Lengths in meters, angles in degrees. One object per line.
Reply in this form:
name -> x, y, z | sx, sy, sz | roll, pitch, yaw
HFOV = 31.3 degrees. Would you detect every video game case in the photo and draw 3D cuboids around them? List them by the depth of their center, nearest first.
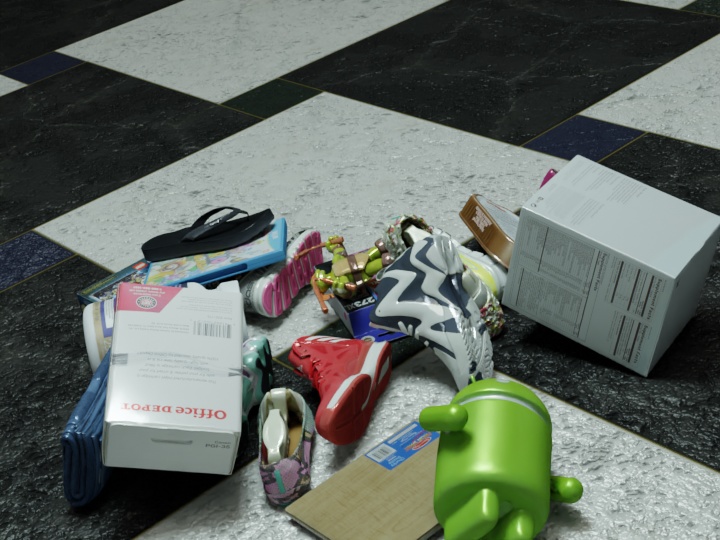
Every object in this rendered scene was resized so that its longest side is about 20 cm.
video game case -> -0.196, -0.017, 1.760 | 0.197, 0.018, 0.143 | -16, 19, 3

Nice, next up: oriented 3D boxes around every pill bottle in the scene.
pill bottle -> -0.242, 0.079, 1.627 | 0.197, 0.117, 0.116 | -13, 29, -5

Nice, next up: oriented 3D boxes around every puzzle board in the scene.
puzzle board -> 0.041, 0.237, 1.365 | 0.199, 0.018, 0.150 | -30, 34, -33

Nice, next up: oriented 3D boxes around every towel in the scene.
towel -> -0.290, 0.172, 1.483 | 0.048, 0.113, 0.201 | 9, 31, 4

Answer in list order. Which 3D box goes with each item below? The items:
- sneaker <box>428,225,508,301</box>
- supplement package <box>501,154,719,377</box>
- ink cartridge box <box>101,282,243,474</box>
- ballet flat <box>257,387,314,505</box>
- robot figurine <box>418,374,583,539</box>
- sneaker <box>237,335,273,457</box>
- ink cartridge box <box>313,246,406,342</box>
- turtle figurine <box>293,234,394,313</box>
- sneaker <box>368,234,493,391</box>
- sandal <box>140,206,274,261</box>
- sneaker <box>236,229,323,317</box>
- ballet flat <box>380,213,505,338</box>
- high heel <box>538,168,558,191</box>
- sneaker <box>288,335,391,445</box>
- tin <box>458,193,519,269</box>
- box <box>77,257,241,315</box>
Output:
sneaker -> 0.099, 0.002, 1.704 | 0.199, 0.079, 0.090 | 20, 42, 42
supplement package -> 0.299, -0.009, 1.536 | 0.198, 0.152, 0.152 | 27, 42, 24
ink cartridge box -> -0.205, 0.117, 1.418 | 0.144, 0.083, 0.202 | 6, 46, -10
ballet flat -> -0.088, 0.179, 1.449 | 0.068, 0.072, 0.201 | -12, 28, 3
robot figurine -> 0.133, 0.194, 1.288 | 0.174, 0.116, 0.201 | 30, 40, -15
sneaker -> -0.188, 0.143, 1.537 | 0.138, 0.079, 0.201 | 0, 30, 15
ink cartridge box -> 0.011, 0.034, 1.720 | 0.094, 0.038, 0.200 | -17, 32, -13
turtle figurine -> 0.000, 0.000, 1.677 | 0.159, 0.065, 0.200 | -21, 22, 2
sneaker -> 0.075, 0.070, 1.543 | 0.129, 0.201, 0.079 | -25, -9, 28
sandal -> -0.217, -0.056, 1.788 | 0.197, 0.043, 0.076 | -13, 20, 13
sneaker -> -0.118, -0.001, 1.779 | 0.086, 0.075, 0.200 | 3, 30, 26
ballet flat -> 0.104, 0.006, 1.601 | 0.200, 0.064, 0.076 | 42, 68, 4
high heel -> 0.333, -0.078, 1.724 | 0.197, 0.097, 0.067 | 10, 22, 3
sneaker -> -0.042, 0.137, 1.501 | 0.114, 0.079, 0.200 | 7, 19, 18
tin -> 0.202, -0.043, 1.732 | 0.111, 0.042, 0.200 | 29, 16, -27
box -> -0.280, 0.023, 1.820 | 0.199, 0.038, 0.136 | -31, 35, -33
